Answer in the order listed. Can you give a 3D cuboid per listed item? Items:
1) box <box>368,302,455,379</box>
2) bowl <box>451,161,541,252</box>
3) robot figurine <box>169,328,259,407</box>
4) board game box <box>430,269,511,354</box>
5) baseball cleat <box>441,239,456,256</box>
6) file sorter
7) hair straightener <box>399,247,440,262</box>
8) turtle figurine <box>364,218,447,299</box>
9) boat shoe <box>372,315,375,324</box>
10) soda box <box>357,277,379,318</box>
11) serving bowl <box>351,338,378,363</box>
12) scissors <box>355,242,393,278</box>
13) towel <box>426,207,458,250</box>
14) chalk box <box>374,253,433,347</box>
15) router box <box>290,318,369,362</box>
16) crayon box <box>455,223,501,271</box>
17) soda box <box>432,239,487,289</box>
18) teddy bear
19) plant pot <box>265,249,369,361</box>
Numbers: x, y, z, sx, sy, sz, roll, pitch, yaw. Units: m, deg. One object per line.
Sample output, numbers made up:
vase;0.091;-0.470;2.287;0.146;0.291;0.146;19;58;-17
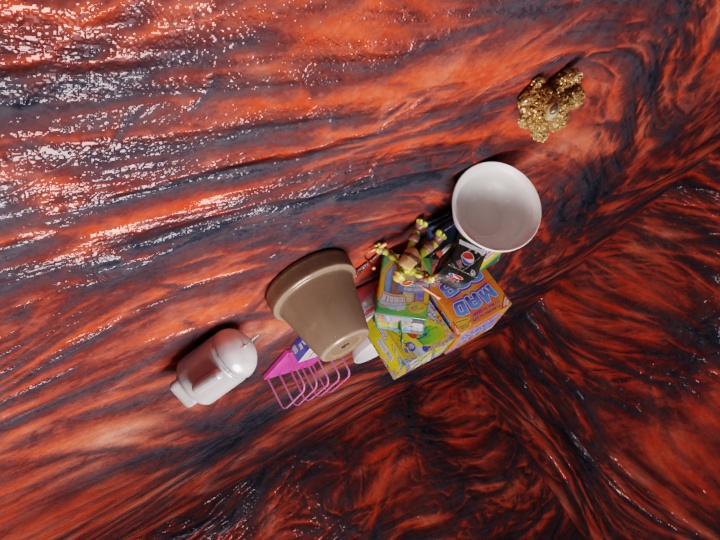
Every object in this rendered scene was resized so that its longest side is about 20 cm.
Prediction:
box;0.139;0.183;1.533;0.192;0.201;0.122;-22;156;-29
bowl;0.280;-0.126;1.106;0.200;0.202;0.090;-27;173;-15
robot figurine;-0.297;0.198;1.056;0.199;0.113;0.170;-36;-164;7
board game box;0.319;0.110;1.638;0.199;0.201;0.200;-25;158;-18
baseball cleat;0.292;-0.079;1.343;0.200;0.070;0.106;-49;165;19
file sorter;-0.149;0.301;1.477;0.199;0.126;0.139;-6;147;-50
hair straightener;0.160;-0.043;1.314;0.077;0.041;0.199;-42;153;21
turtle figurine;0.122;-0.025;1.120;0.162;0.199;0.065;-52;154;-17
boat shoe;0.103;0.101;1.399;0.201;0.073;0.064;-48;133;-44
soda box;0.072;0.052;1.336;0.199;0.064;0.070;-27;157;-24
serving bowl;0.050;0.224;1.681;0.199;0.066;0.200;-29;158;-13
scissors;0.000;0.000;1.203;0.199;0.014;0.073;-35;156;1
towel;0.248;-0.129;1.228;0.199;0.049;0.112;-33;157;-4
chalk box;0.098;0.077;1.208;0.123;0.202;0.125;8;157;5
router box;-0.072;0.160;1.389;0.179;0.049;0.200;-11;149;-45
crayon box;0.295;-0.070;1.248;0.118;0.058;0.201;-28;151;-14
soda box;0.220;-0.009;1.155;0.200;0.070;0.064;106;8;-81
teddy bear;0.379;-0.316;0.988;0.145;0.067;0.199;-45;157;21
plant pot;-0.070;0.085;1.053;0.199;0.175;0.201;-28;158;-12
